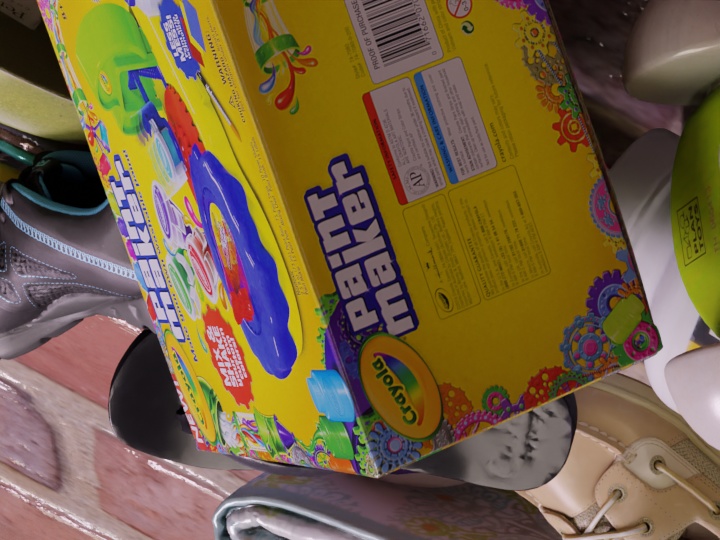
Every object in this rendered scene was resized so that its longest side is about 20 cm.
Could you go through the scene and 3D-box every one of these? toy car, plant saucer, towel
[{"bbox_3d":[0.187,-0.033,1.042,0.149,0.176,0.200,-3,167,-23],"label":"toy car"},{"bbox_3d":[-0.164,-0.109,1.279,0.199,0.031,0.200,30,-164,-9],"label":"plant saucer"},{"bbox_3d":[0.049,0.133,1.532,0.199,0.048,0.171,18,-160,26],"label":"towel"}]

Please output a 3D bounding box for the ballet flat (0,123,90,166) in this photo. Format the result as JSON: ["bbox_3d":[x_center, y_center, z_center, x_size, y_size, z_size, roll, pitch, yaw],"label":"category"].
[{"bbox_3d":[-0.120,-0.063,1.391,0.073,0.073,0.200,23,175,15],"label":"ballet flat"}]

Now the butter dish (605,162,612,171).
[{"bbox_3d":[0.000,0.000,1.310,0.199,0.148,0.200,30,158,1],"label":"butter dish"}]

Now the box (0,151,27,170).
[{"bbox_3d":[-0.264,-0.036,1.497,0.158,0.200,0.049,24,123,18],"label":"box"}]

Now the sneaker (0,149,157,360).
[{"bbox_3d":[-0.130,-0.015,1.265,0.199,0.073,0.082,-11,123,35],"label":"sneaker"}]

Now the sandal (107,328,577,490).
[{"bbox_3d":[-0.011,0.054,1.240,0.199,0.043,0.077,2,114,12],"label":"sandal"}]

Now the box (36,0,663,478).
[{"bbox_3d":[-0.011,-0.043,1.105,0.192,0.121,0.201,-2,109,69],"label":"box"}]

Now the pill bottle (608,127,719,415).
[{"bbox_3d":[0.182,0.025,1.175,0.199,0.112,0.112,30,160,22],"label":"pill bottle"}]

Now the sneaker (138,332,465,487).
[{"bbox_3d":[-0.025,0.029,1.488,0.199,0.081,0.147,22,161,33],"label":"sneaker"}]

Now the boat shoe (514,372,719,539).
[{"bbox_3d":[0.119,0.100,1.297,0.199,0.065,0.072,28,139,-25],"label":"boat shoe"}]

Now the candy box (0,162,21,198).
[{"bbox_3d":[-0.214,-0.053,1.354,0.199,0.027,0.102,23,175,-12],"label":"candy box"}]

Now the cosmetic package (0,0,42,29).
[{"bbox_3d":[-0.133,-0.183,1.167,0.107,0.085,0.200,29,157,-7],"label":"cosmetic package"}]
